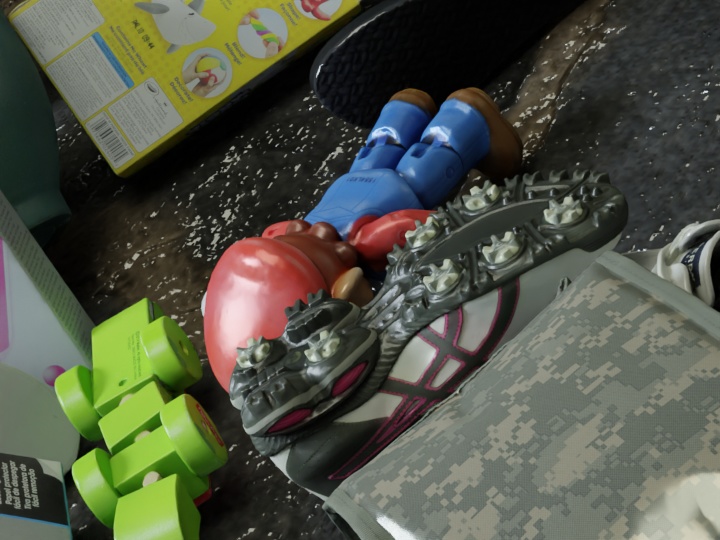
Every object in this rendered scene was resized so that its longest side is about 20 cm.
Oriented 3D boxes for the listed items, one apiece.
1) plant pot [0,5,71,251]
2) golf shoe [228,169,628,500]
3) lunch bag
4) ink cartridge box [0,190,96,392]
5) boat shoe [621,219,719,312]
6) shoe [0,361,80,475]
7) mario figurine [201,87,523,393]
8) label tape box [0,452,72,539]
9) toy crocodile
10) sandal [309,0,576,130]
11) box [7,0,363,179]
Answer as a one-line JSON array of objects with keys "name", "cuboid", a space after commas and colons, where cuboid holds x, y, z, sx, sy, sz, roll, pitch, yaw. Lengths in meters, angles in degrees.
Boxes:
[{"name": "plant pot", "cuboid": [-0.247, -0.046, 1.225, 0.200, 0.134, 0.200, -38, -3, -2]}, {"name": "golf shoe", "cuboid": [0.040, 0.028, 0.976, 0.200, 0.088, 0.077, -32, 27, 11]}, {"name": "lunch bag", "cuboid": [0.097, 0.095, 0.834, 0.164, 0.118, 0.200, -41, 41, -6]}, {"name": "ink cartridge box", "cuboid": [-0.264, 0.019, 1.142, 0.196, 0.200, 0.043, -27, 24, 14]}, {"name": "boat shoe", "cuboid": [0.155, 0.011, 0.923, 0.200, 0.066, 0.072, 11, 57, 46]}, {"name": "shoe", "cuboid": [-0.250, 0.084, 1.116, 0.091, 0.200, 0.072, 146, 127, -60]}, {"name": "mario figurine", "cuboid": [0.000, 0.000, 1.078, 0.200, 0.106, 0.123, -48, 0, -33]}, {"name": "label tape box", "cuboid": [-0.231, 0.139, 0.990, 0.143, 0.200, 0.066, -109, 38, -53]}, {"name": "toy crocodile", "cuboid": [-0.103, 0.080, 1.071, 0.067, 0.062, 0.200, -32, 31, 6]}, {"name": "sandal", "cuboid": [0.058, -0.143, 1.175, 0.200, 0.075, 0.045, -34, 38, -11]}, {"name": "box", "cuboid": [-0.090, -0.157, 1.270, 0.200, 0.117, 0.048, -35, -2, 3]}]
